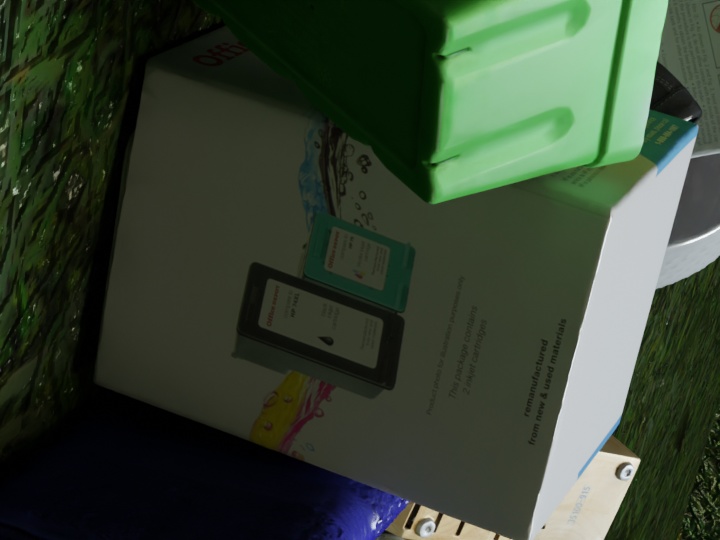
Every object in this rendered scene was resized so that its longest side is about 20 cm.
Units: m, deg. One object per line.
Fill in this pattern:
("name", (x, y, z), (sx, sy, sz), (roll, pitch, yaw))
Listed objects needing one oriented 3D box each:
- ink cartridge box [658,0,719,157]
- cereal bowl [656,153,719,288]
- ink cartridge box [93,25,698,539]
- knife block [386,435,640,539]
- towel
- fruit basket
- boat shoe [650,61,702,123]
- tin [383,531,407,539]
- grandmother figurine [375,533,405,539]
("ink cartridge box", (0.154, -0.138, 1.153), (0.050, 0.198, 0.164), (-37, 115, -65))
("cereal bowl", (0.134, -0.063, 1.286), (0.201, 0.199, 0.084), (-58, 165, -33))
("ink cartridge box", (0.015, -0.008, 0.935), (0.147, 0.199, 0.147), (-37, 142, -62))
("knife block", (0.053, 0.079, 1.181), (0.199, 0.175, 0.064), (12, 107, -39))
("towel", (-0.060, 0.097, 0.922), (0.200, 0.147, 0.050), (-39, 138, -63))
("fruit basket", (0.050, -0.137, 0.852), (0.216, 0.214, 0.156), (-56, 160, -37))
("boat shoe", (0.091, -0.016, 1.080), (0.200, 0.066, 0.070), (-53, 163, 8))
("tin", (-0.012, 0.207, 1.275), (0.200, 0.042, 0.113), (-40, -157, 58))
("grandmother figurine", (-0.028, 0.212, 1.165), (0.060, 0.122, 0.200), (-2, 139, -49))
